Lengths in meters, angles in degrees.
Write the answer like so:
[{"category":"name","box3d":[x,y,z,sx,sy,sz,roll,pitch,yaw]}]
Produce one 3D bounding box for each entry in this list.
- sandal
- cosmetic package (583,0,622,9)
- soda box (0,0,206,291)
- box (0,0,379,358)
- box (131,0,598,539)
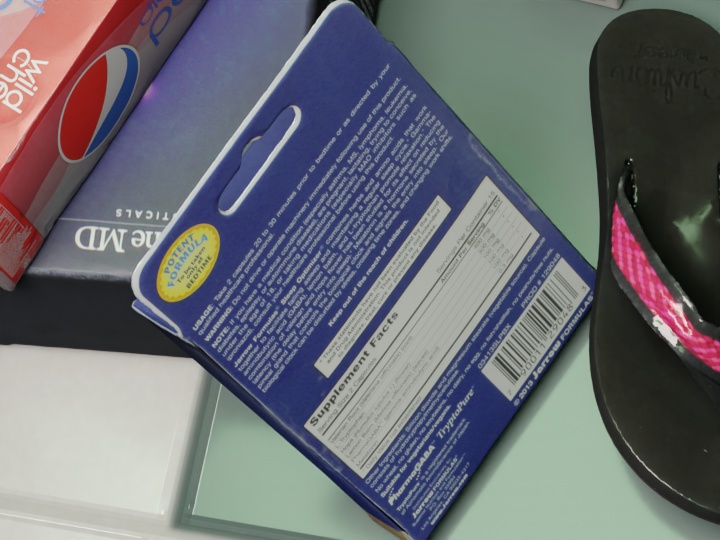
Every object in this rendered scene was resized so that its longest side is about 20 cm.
[{"category":"sandal","box3d":[0.118,-0.007,1.070,0.075,0.045,0.201,0,70,-16]},{"category":"cosmetic package","box3d":[0.103,-0.208,1.127,0.050,0.083,0.201,15,77,16]},{"category":"soda box","box3d":[-0.100,-0.099,1.034,0.070,0.063,0.200,30,81,18]},{"category":"box","box3d":[-0.077,-0.074,1.111,0.147,0.104,0.201,3,73,12]},{"category":"box","box3d":[0.000,0.000,1.025,0.032,0.200,0.121,30,80,41]}]
